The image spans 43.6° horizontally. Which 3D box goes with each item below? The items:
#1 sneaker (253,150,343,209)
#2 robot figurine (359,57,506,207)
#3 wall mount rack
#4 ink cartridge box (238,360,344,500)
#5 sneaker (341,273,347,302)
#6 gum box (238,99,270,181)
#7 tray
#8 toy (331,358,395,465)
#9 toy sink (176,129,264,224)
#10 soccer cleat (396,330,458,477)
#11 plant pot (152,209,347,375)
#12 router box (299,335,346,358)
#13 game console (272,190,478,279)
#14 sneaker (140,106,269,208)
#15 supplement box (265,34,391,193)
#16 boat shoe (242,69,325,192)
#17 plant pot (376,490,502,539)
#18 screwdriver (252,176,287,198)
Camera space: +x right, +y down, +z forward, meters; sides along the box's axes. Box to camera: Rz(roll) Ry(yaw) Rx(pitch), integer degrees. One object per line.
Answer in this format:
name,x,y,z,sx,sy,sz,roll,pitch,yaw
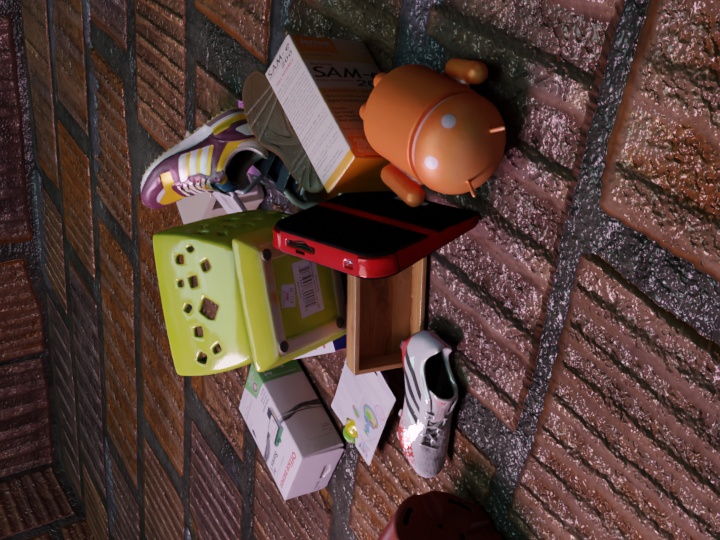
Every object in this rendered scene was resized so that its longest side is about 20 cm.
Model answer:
sneaker,-0.089,-0.143,1.233,0.200,0.079,0.079,29,116,9
robot figurine,0.081,-0.158,0.995,0.200,0.144,0.117,42,161,45
wall mount rack,-0.190,-0.128,1.373,0.174,0.075,0.200,30,162,35
ink cartridge box,-0.121,0.265,1.533,0.200,0.084,0.146,57,145,32
sneaker,0.001,0.000,1.240,0.146,0.077,0.202,57,136,13
gum box,-0.117,-0.196,1.364,0.200,0.066,0.114,26,124,54
tray,0.033,0.032,1.164,0.037,0.098,0.201,-137,44,-60
toy,0.015,0.186,1.310,0.115,0.047,0.200,55,147,28
toy sink,-0.244,-0.150,1.555,0.131,0.112,0.200,68,154,16
soccer cleat,0.091,0.177,1.159,0.085,0.068,0.201,16,110,61
plant pot,-0.132,0.025,1.197,0.181,0.199,0.201,-1,102,41
router box,-0.084,0.035,1.415,0.179,0.049,0.201,-17,86,60
game console,0.012,-0.049,1.063,0.200,0.177,0.031,19,123,43
sneaker,-0.215,-0.132,1.225,0.200,0.075,0.090,-37,68,17
supplement box,-0.018,-0.197,1.129,0.074,0.126,0.200,-50,58,41
boat shoe,-0.084,-0.182,1.179,0.200,0.065,0.072,52,124,21
plant pot,0.083,0.402,1.154,0.201,0.200,0.196,50,132,38
screwdriver,-0.093,-0.105,1.351,0.200,0.028,0.029,35,134,27
